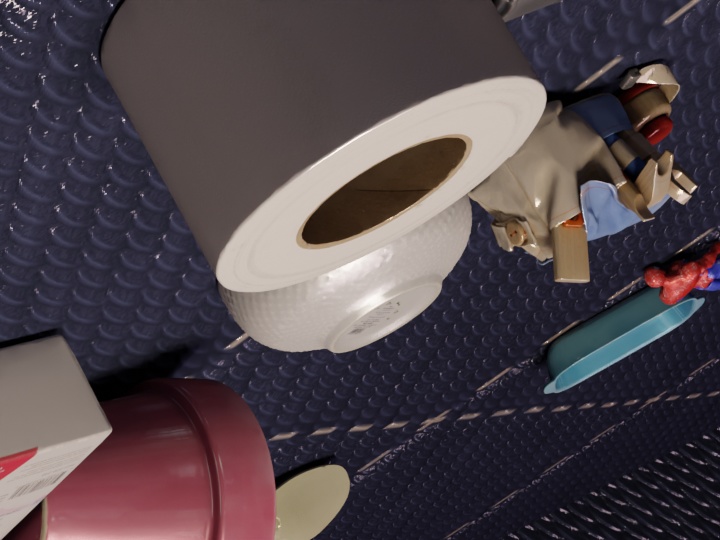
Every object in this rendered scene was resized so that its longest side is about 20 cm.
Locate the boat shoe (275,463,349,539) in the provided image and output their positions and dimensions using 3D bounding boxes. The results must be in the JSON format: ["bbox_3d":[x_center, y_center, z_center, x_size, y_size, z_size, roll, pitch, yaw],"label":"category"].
[{"bbox_3d":[-0.099,0.257,2.417,0.201,0.074,0.063,-36,-153,-23],"label":"boat shoe"}]

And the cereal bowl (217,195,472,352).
[{"bbox_3d":[0.000,0.000,1.723,0.199,0.084,0.200,-29,166,-8],"label":"cereal bowl"}]

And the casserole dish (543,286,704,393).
[{"bbox_3d":[0.275,0.067,2.543,0.199,0.039,0.121,-30,165,-4],"label":"casserole dish"}]

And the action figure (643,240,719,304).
[{"bbox_3d":[0.363,0.003,2.484,0.199,0.052,0.065,-6,147,-47],"label":"action figure"}]

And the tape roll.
[{"bbox_3d":[-0.020,-0.099,1.257,0.202,0.140,0.203,-27,164,-8],"label":"tape roll"}]

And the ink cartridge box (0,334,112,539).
[{"bbox_3d":[-0.286,0.138,1.624,0.147,0.086,0.200,-15,160,-46],"label":"ink cartridge box"}]

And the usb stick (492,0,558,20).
[{"bbox_3d":[0.154,-0.195,1.446,0.199,0.033,0.056,-23,162,-27],"label":"usb stick"}]

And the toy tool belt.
[{"bbox_3d":[0.184,-0.062,1.766,0.199,0.123,0.125,-22,160,-39],"label":"toy tool belt"}]

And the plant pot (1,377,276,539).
[{"bbox_3d":[-0.190,0.180,1.779,0.178,0.201,0.200,3,148,-36],"label":"plant pot"}]
